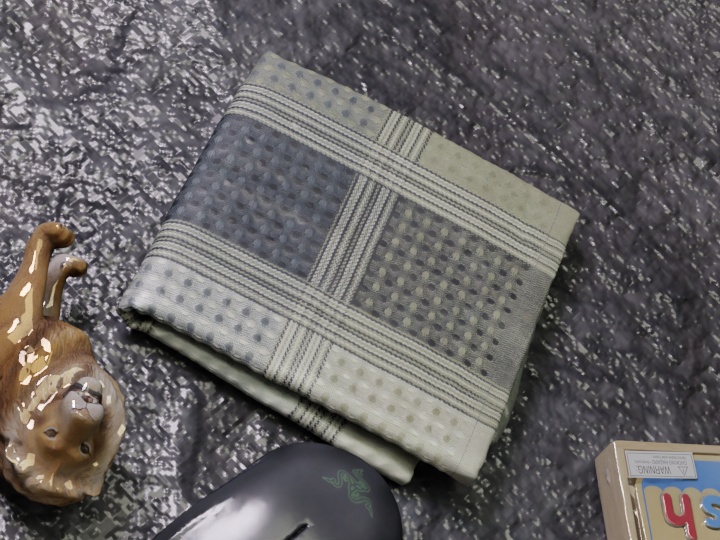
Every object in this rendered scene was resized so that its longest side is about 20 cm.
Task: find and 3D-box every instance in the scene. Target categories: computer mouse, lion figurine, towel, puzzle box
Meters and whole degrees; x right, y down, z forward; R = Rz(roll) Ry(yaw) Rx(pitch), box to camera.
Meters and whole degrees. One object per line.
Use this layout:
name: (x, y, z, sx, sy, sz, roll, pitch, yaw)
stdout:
computer mouse: (-0.047, 0.146, 1.024, 0.138, 0.053, 0.200, 43, 55, 7)
lion figurine: (-0.196, 0.028, 1.034, 0.198, 0.073, 0.123, 15, 69, 4)
towel: (0.000, 0.000, 1.148, 0.199, 0.035, 0.193, 27, 52, -2)
puzzle box: (0.220, 0.155, 1.142, 0.198, 0.025, 0.134, 4, 61, -20)
